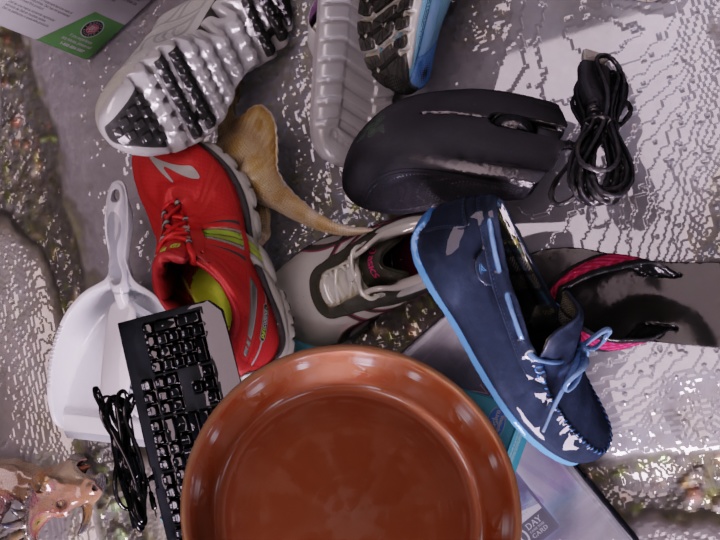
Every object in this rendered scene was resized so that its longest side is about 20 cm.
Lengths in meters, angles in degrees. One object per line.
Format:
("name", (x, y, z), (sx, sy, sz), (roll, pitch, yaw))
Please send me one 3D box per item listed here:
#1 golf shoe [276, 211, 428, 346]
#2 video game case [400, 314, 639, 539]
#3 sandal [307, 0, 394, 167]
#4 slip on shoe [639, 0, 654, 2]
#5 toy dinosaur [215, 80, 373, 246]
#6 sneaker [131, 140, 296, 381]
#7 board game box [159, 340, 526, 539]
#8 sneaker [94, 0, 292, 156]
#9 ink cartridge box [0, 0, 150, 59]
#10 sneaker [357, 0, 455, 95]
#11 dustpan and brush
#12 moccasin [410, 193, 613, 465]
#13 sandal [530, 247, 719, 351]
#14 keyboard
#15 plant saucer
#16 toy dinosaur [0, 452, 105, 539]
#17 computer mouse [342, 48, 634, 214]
("golf shoe", (0.000, 0.000, 0.808), (0.200, 0.088, 0.077), (-24, 81, 18))
("video game case", (0.073, 0.150, 0.810), (0.143, 0.019, 0.200), (-42, 75, 13))
("sandal", (-0.004, -0.176, 0.835), (0.050, 0.082, 0.203), (15, 91, 62))
("slip on shoe", (0.152, -0.271, 0.780), (0.076, 0.061, 0.200), (-30, 78, 14))
("toy dinosaur", (-0.078, -0.064, 0.832), (0.200, 0.058, 0.101), (54, 126, 34))
("sneaker", (-0.109, -0.015, 0.778), (0.077, 0.085, 0.200), (-38, 67, 24))
("board game box", (-0.007, 0.136, 0.769), (0.199, 0.047, 0.151), (14, 60, 21))
("sneaker", (-0.127, -0.145, 0.826), (0.081, 0.200, 0.075), (4, 128, 32))
("ink cartridge box", (-0.191, -0.263, 0.858), (0.200, 0.145, 0.084), (-39, 76, 14))
("sneaker", (0.063, -0.211, 0.790), (0.078, 0.090, 0.201), (2, 74, 63))
("dustpan and brush", (-0.178, 0.034, 0.882), (0.139, 0.057, 0.201), (3, 88, 20))
("moccasin", (0.107, 0.042, 0.718), (0.068, 0.081, 0.200), (-25, 116, 30))
("sandal", (0.171, 0.020, 0.766), (0.199, 0.045, 0.075), (-2, 88, 20))
("keyboard", (-0.114, 0.126, 0.720), (0.104, 0.040, 0.201), (-15, 87, 21))
("plant saucer", (-0.005, 0.142, 0.686), (0.199, 0.032, 0.201), (3, 64, -7))
("toy dinosaur", (-0.310, 0.199, 0.913), (0.200, 0.086, 0.136), (-44, 81, 18))
("computer mouse", (0.075, -0.091, 0.766), (0.199, 0.053, 0.139), (-8, 44, 19))
